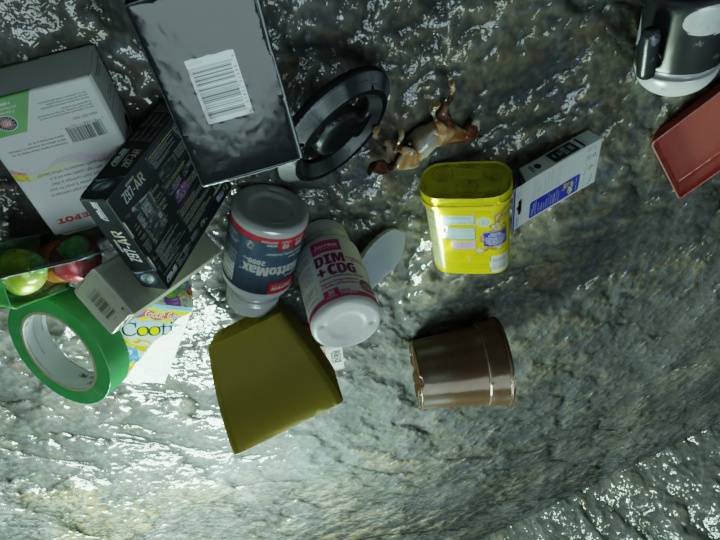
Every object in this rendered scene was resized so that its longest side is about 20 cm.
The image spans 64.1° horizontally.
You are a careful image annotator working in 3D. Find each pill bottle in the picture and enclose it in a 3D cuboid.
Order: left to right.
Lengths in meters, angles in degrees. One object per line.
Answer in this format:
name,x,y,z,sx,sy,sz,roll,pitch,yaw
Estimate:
pill bottle,-0.159,-0.024,0.921,0.119,0.120,0.201,1,134,-21
pill bottle,-0.045,0.016,0.944,0.112,0.201,0.114,-11,137,-10

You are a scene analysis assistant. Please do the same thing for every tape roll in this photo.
tape roll,-0.464,0.119,0.916,0.199,0.048,0.202,10,121,18

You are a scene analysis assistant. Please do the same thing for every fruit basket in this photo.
fruit basket,-0.418,-0.018,0.792,0.198,0.185,0.094,-18,99,10

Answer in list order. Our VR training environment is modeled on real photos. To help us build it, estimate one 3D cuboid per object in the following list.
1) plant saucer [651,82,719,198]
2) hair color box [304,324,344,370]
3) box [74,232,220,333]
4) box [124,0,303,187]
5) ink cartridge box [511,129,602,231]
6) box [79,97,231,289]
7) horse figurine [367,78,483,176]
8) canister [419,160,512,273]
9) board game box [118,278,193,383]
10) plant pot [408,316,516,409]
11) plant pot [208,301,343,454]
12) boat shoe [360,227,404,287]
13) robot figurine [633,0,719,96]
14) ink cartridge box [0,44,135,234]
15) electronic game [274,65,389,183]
plant saucer,0.642,-0.253,1.058,0.199,0.037,0.200,-39,135,19
hair color box,-0.136,0.172,1.171,0.198,0.061,0.102,-11,137,-8
box,-0.297,-0.001,0.825,0.068,0.200,0.082,-35,97,34
box,-0.157,-0.239,0.637,0.123,0.197,0.201,-16,132,-2
ink cartridge box,0.328,-0.156,0.997,0.199,0.039,0.100,-30,140,-16
box,-0.254,-0.102,0.752,0.043,0.201,0.161,6,142,19
horse figurine,0.091,-0.202,0.878,0.199,0.050,0.133,-34,156,1
canister,0.187,-0.084,0.994,0.147,0.087,0.201,1,142,15
board game box,-0.358,0.087,0.967,0.104,0.103,0.201,9,130,-28
plant pot,0.216,0.215,1.265,0.196,0.201,0.201,-8,137,-3
plant pot,-0.163,0.168,1.020,0.199,0.200,0.178,-25,99,-4
boat shoe,0.000,0.000,1.046,0.200,0.065,0.073,-50,126,1
robot figurine,0.465,-0.353,0.828,0.149,0.125,0.201,-6,138,10
ink cartridge box,-0.364,-0.159,0.731,0.144,0.084,0.201,-16,137,-4
electronic game,-0.037,-0.195,0.789,0.200,0.042,0.200,-40,169,-9
